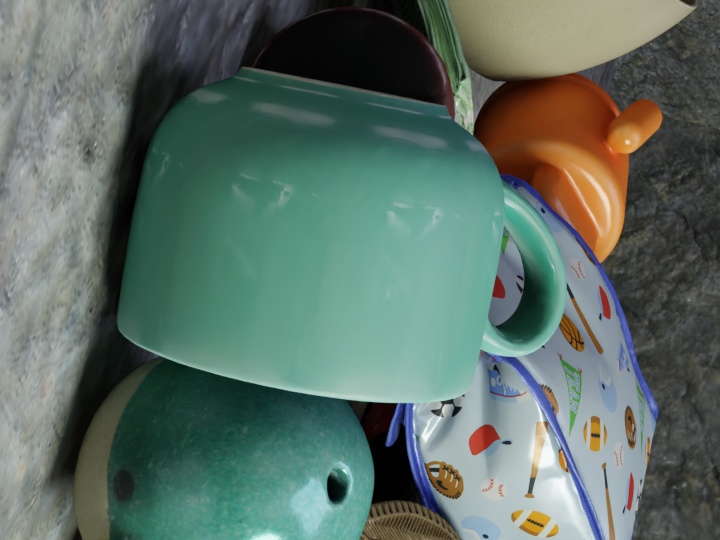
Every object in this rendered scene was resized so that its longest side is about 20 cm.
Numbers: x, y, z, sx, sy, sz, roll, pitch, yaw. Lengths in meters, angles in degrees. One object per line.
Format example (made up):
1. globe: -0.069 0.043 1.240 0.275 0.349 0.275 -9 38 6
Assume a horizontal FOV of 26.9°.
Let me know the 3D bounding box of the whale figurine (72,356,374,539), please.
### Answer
1. whale figurine: -0.044 0.130 0.631 0.159 0.104 0.200 3 79 -53

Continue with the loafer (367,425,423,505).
1. loafer: -0.028 0.156 0.885 0.200 0.073 0.072 -33 -173 -33

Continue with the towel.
1. towel: 0.039 -0.139 0.895 0.200 0.023 0.153 69 6 -77

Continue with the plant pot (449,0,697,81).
1. plant pot: 0.111 -0.206 1.017 0.134 0.200 0.200 -43 -178 22

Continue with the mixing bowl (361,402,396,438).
1. mixing bowl: 0.015 0.182 1.020 0.200 0.108 0.200 -62 179 -2

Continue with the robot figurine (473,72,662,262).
1. robot figurine: 0.129 -0.068 1.041 0.200 0.116 0.144 -72 -175 -57

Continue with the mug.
1. mug: -0.009 -0.021 0.636 0.185 0.152 0.115 -2 105 -59

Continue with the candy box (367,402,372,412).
1. candy box: 0.058 0.072 1.052 0.200 0.102 0.026 -46 -161 54

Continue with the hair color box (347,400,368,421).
1. hair color box: 0.000 0.000 0.977 0.099 0.061 0.200 94 15 -47

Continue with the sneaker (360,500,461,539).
1. sneaker: -0.030 0.167 0.799 0.200 0.108 0.070 17 57 -49

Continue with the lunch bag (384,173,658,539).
1. lunch bag: 0.089 0.066 0.880 0.170 0.124 0.200 -68 143 -51

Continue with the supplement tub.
1. supplement tub: 0.002 -0.053 0.804 0.200 0.107 0.107 71 35 -72
